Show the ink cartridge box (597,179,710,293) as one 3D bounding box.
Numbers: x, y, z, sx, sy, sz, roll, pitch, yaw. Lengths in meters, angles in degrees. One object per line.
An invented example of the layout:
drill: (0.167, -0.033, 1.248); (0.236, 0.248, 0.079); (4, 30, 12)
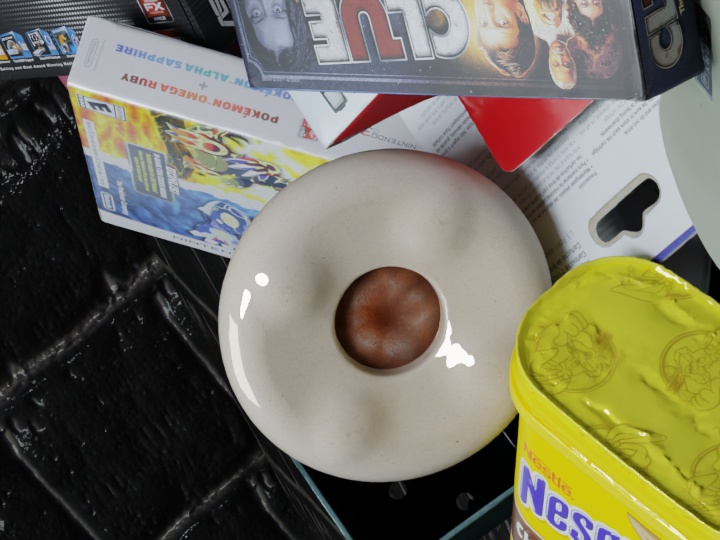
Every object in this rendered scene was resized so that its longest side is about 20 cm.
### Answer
ink cartridge box: (0.140, 0.011, 1.086); (0.201, 0.057, 0.163); (59, 170, 5)

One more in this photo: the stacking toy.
stacking toy: (0.000, 0.000, 1.042); (0.147, 0.146, 0.200); (61, 180, -17)

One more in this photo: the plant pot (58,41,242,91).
plant pot: (-0.120, -0.208, 1.275); (0.200, 0.200, 0.179); (48, 174, 43)

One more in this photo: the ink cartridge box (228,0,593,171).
ink cartridge box: (0.036, -0.141, 0.873); (0.176, 0.084, 0.200); (56, 141, 9)

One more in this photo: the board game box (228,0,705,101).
board game box: (0.022, -0.130, 0.800); (0.199, 0.035, 0.136); (6, 116, 46)

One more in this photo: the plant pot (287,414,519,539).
plant pot: (0.037, 0.085, 1.205); (0.142, 0.141, 0.200); (54, 175, 16)

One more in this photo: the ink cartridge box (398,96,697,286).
ink cartridge box: (0.084, -0.092, 0.959); (0.201, 0.043, 0.196); (56, 147, 8)

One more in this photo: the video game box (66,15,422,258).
video game box: (-0.055, -0.052, 1.190); (0.181, 0.047, 0.200); (14, 162, 4)

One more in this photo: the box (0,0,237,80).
box: (-0.167, -0.178, 1.169); (0.199, 0.044, 0.161); (1, 129, 40)

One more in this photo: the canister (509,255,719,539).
canister: (0.130, 0.107, 0.969); (0.148, 0.086, 0.200); (38, 153, 25)

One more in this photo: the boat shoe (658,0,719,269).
boat shoe: (0.150, -0.074, 0.794); (0.201, 0.071, 0.070); (81, 164, -48)
